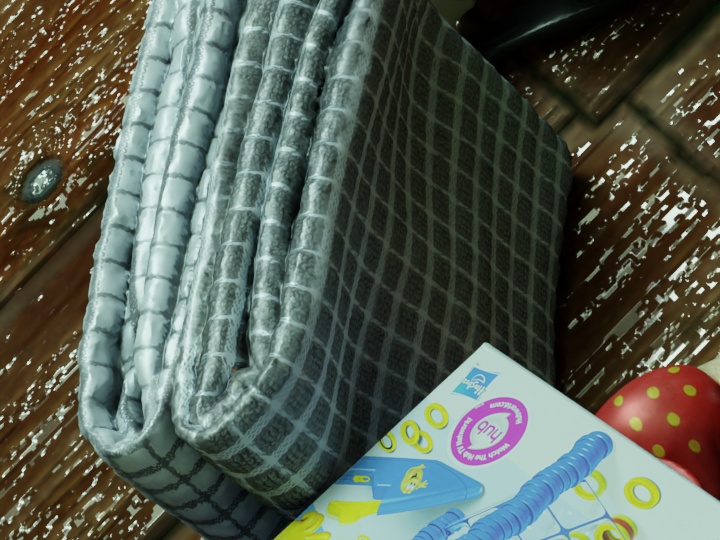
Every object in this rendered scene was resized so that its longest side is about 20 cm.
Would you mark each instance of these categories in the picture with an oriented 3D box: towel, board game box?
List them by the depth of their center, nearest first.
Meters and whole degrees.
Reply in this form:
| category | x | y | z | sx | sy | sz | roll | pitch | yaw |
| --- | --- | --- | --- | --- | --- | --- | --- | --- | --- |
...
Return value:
| category | x | y | z | sx | sy | sz | roll | pitch | yaw |
| --- | --- | --- | --- | --- | --- | --- | --- | --- | --- |
| board game box | 0.028 | 0.137 | 0.799 | 0.196 | 0.056 | 0.200 | -42 | 37 | -11 |
| towel | 0.000 | 0.000 | 0.945 | 0.085 | 0.166 | 0.201 | -8 | 60 | 34 |

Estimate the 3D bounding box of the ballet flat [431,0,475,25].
| category | x | y | z | sx | sy | sz | roll | pitch | yaw |
| --- | --- | --- | --- | --- | --- | --- | --- | --- | --- |
| ballet flat | 0.038 | -0.148 | 1.091 | 0.069 | 0.070 | 0.200 | -23 | 36 | 26 |

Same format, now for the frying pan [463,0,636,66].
| category | x | y | z | sx | sy | sz | roll | pitch | yaw |
| --- | --- | --- | --- | --- | --- | --- | --- | --- | --- |
| frying pan | 0.010 | -0.077 | 1.097 | 0.190 | 0.031 | 0.115 | -35 | 48 | -3 |

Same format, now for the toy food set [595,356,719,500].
| category | x | y | z | sx | sy | sz | roll | pitch | yaw |
| --- | --- | --- | --- | --- | --- | --- | --- | --- | --- |
| toy food set | 0.117 | 0.102 | 0.863 | 0.200 | 0.049 | 0.198 | 14 | 70 | 44 |
